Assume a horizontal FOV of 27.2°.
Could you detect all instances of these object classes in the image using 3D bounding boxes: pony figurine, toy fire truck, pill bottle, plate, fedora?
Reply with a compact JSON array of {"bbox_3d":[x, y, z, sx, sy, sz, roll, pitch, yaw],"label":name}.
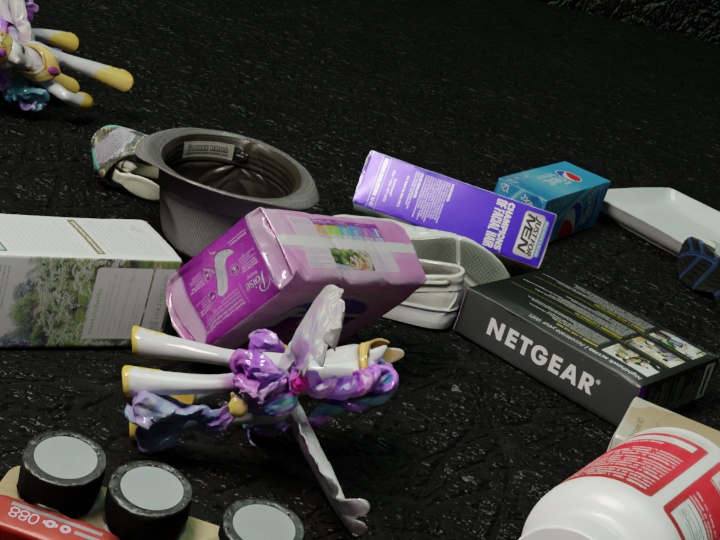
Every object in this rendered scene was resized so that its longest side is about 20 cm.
[{"bbox_3d":[-0.061,0.081,1.024,0.199,0.167,0.193,-1,13,-5],"label":"pony figurine"},{"bbox_3d":[-0.128,0.179,0.742,0.175,0.129,0.200,19,32,3],"label":"toy fire truck"},{"bbox_3d":[0.174,0.179,0.975,0.112,0.113,0.200,27,22,26],"label":"pill bottle"},{"bbox_3d":[0.416,-0.052,1.899,0.200,0.032,0.199,-5,30,-46],"label":"plate"},{"bbox_3d":[-0.132,-0.063,1.394,0.176,0.091,0.200,16,20,-5],"label":"fedora"},{"bbox_3d":[-0.373,-0.247,1.614,0.193,0.167,0.200,36,11,30],"label":"pony figurine"}]

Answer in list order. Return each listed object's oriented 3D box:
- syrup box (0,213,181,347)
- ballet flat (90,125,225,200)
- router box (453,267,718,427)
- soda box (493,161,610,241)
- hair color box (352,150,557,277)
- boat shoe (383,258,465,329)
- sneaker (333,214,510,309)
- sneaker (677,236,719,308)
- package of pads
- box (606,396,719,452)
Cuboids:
[{"bbox_3d":[-0.246,0.007,1.133,0.199,0.079,0.081,2,25,-35],"label":"syrup box"},{"bbox_3d":[-0.174,-0.092,1.498,0.200,0.072,0.072,10,21,-18],"label":"ballet flat"},{"bbox_3d":[0.209,0.068,1.384,0.200,0.051,0.149,31,26,33],"label":"router box"},{"bbox_3d":[0.224,-0.080,1.768,0.068,0.064,0.200,27,22,24],"label":"soda box"},{"bbox_3d":[0.094,-0.051,1.525,0.199,0.065,0.109,18,-10,5],"label":"hair color box"},{"bbox_3d":[0.000,0.000,1.372,0.199,0.066,0.072,15,20,-6],"label":"boat shoe"},{"bbox_3d":[0.052,-0.018,1.460,0.200,0.071,0.080,18,13,-1],"label":"sneaker"},{"bbox_3d":[0.439,0.013,1.678,0.077,0.076,0.200,4,25,-21],"label":"sneaker"},{"bbox_3d":[-0.049,0.011,1.186,0.200,0.120,0.076,2,56,-56],"label":"package of pads"},{"bbox_3d":[0.277,0.179,1.109,0.199,0.078,0.095,22,21,13],"label":"box"}]
